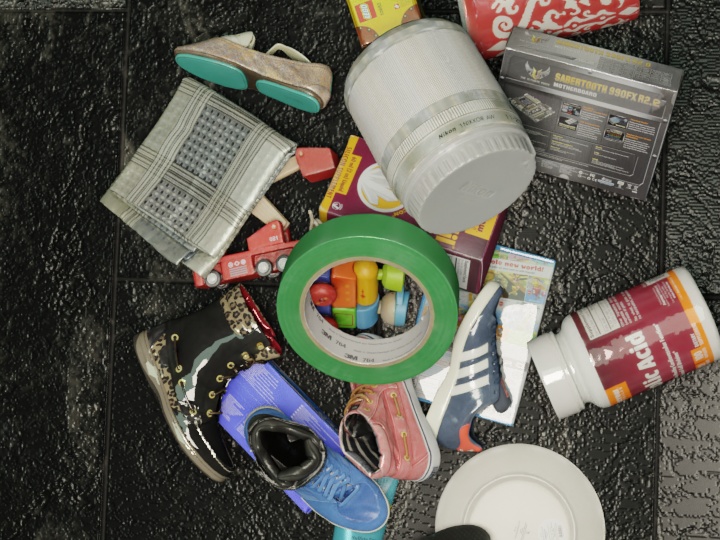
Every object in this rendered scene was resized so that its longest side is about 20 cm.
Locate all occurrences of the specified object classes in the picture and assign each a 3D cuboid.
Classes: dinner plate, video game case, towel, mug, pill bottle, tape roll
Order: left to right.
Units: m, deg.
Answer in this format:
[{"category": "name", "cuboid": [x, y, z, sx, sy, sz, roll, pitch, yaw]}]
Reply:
[{"category": "towel", "cuboid": [-0.200, -0.114, 1.718, 0.192, 0.035, 0.201, 34, 89, 26]}, {"category": "tape roll", "cuboid": [0.009, 0.034, 1.572, 0.199, 0.048, 0.202, 3, 124, 5]}, {"category": "video game case", "cuboid": [0.137, 0.068, 1.691, 0.142, 0.018, 0.201, 15, 89, 10]}, {"category": "dinner plate", "cuboid": [0.185, 0.303, 1.666, 0.198, 0.024, 0.202, 0, 87, 8]}, {"category": "mug", "cuboid": [0.209, -0.345, 1.654, 0.198, 0.133, 0.179, -11, 86, 4]}, {"category": "pill bottle", "cuboid": [0.297, 0.085, 1.617, 0.199, 0.114, 0.115, -24, 83, 6]}]

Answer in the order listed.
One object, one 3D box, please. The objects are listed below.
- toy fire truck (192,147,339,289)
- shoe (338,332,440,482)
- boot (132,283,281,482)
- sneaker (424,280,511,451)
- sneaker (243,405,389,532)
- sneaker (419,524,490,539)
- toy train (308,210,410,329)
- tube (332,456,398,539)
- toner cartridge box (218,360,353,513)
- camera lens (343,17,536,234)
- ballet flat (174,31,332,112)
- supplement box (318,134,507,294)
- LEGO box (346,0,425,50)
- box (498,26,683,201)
[{"category": "toy fire truck", "cuboid": [-0.115, -0.062, 1.722, 0.198, 0.049, 0.142, -12, 83, 10]}, {"category": "shoe", "cuboid": [0.013, 0.152, 1.633, 0.072, 0.091, 0.201, -49, 52, 32]}, {"category": "boot", "cuboid": [-0.159, 0.128, 1.663, 0.150, 0.073, 0.201, -31, 77, 6]}, {"category": "sneaker", "cuboid": [0.143, 0.114, 1.643, 0.084, 0.075, 0.201, 21, 100, 11]}, {"category": "sneaker", "cuboid": [-0.048, 0.230, 1.594, 0.200, 0.111, 0.077, 43, 89, -4]}, {"category": "sneaker", "cuboid": [0.074, 0.382, 1.653, 0.201, 0.067, 0.108, -31, 123, -9]}, {"category": "toy train", "cuboid": [0.000, 0.000, 1.631, 0.115, 0.201, 0.085, 4, 56, 3]}, {"category": "tube", "cuboid": [-0.005, 0.319, 1.675, 0.077, 0.050, 0.202, 11, 91, -29]}, {"category": "toner cartridge box", "cuboid": [-0.097, 0.184, 1.706, 0.095, 0.043, 0.200, -45, 82, 3]}, {"category": "camera lens", "cuboid": [0.084, -0.162, 1.570, 0.159, 0.160, 0.201, -30, 63, 5]}, {"category": "ballet flat", "cuboid": [-0.125, -0.250, 1.736, 0.199, 0.068, 0.068, 20, 70, 4]}, {"category": "supplement box", "cuboid": [0.063, -0.065, 1.658, 0.199, 0.086, 0.111, 18, 64, 10]}, {"category": "LEGO box", "cuboid": [0.017, -0.350, 1.671, 0.077, 0.149, 0.201, -18, 83, 7]}, {"category": "box", "cuboid": [0.250, -0.177, 1.628, 0.199, 0.048, 0.159, 15, 133, 10]}]
